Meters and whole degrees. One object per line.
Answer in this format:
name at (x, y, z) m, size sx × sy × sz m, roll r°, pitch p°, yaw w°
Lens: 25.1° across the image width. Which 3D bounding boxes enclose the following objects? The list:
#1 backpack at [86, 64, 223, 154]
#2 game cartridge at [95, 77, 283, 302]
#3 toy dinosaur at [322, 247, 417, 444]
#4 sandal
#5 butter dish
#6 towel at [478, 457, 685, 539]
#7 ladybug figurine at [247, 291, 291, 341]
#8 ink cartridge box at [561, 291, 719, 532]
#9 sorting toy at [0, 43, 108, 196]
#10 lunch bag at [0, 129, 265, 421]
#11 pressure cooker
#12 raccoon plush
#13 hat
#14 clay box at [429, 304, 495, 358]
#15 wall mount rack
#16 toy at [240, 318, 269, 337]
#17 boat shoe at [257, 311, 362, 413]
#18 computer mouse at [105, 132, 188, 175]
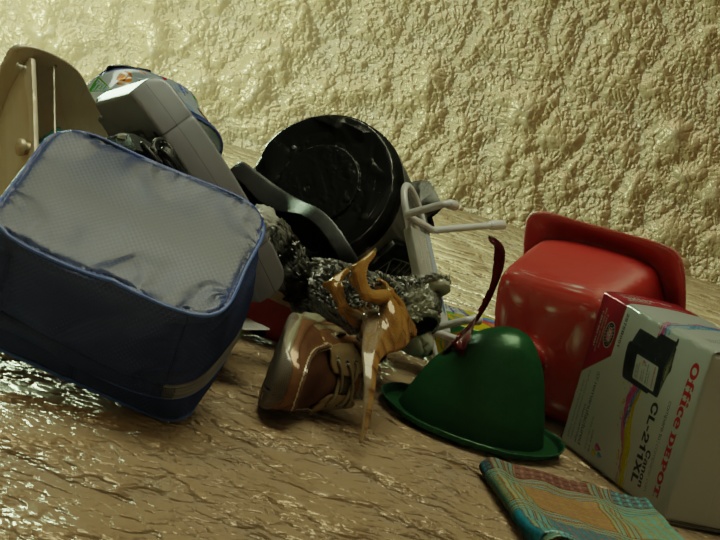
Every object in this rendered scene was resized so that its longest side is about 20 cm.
backpack at (-0.237, -0.105, 1.653) m, size 0.199 × 0.192 × 0.154 m, roll 9°, pitch 27°, yaw -46°
game cartridge at (-0.139, -0.065, 1.323) m, size 0.041 × 0.201 × 0.133 m, roll -38°, pitch 17°, yaw -25°
toy dinosaur at (0.015, 0.045, 1.265) m, size 0.107 × 0.060 × 0.200 m, roll 56°, pitch 20°, yaw -4°
sandal at (-0.067, -0.038, 1.535) m, size 0.200 × 0.043 × 0.076 m, roll 33°, pitch -19°, yaw 44°
butter dish at (0.192, 0.068, 1.515) m, size 0.147 × 0.202 × 0.198 m, roll -20°, pitch 27°, yaw -38°
towel at (0.171, 0.182, 1.162) m, size 0.145 × 0.022 × 0.200 m, roll 17°, pitch 8°, yaw -10°
ladybug figurine at (-0.047, 0.034, 1.526) m, size 0.198 × 0.073 × 0.136 m, roll 14°, pitch 7°, yaw -23°
ink cartridge box at (0.263, 0.115, 1.362) m, size 0.082 × 0.147 × 0.200 m, roll 13°, pitch 9°, yaw -20°
sorting toy at (-0.230, -0.064, 1.371) m, size 0.178 × 0.107 × 0.202 m, roll 14°, pitch 53°, yaw -32°
lunch bag at (-0.177, 0.007, 1.129) m, size 0.198 × 0.133 × 0.136 m, roll 24°, pitch 41°, yaw 3°
pressure cooker at (-0.015, -0.048, 1.694) m, size 0.174 × 0.180 × 0.200 m, roll 12°, pitch -21°, yaw 20°
raccoon plush at (0.000, 0.000, 1.417) m, size 0.096 × 0.201 × 0.134 m, roll -4°, pitch 29°, yaw 46°
hat at (0.121, 0.052, 1.371) m, size 0.164 × 0.178 × 0.200 m, roll 12°, pitch 9°, yaw -20°
clay box at (0.142, 0.081, 1.705) m, size 0.198 × 0.048 × 0.115 m, roll 17°, pitch 8°, yaw -5°
wall mount rack at (0.102, 0.007, 1.599) m, size 0.074 × 0.202 × 0.174 m, roll -14°, pitch -11°, yaw 18°
toy at (-0.185, 0.039, 1.283) m, size 0.198 × 0.048 × 0.115 m, roll 5°, pitch 11°, yaw -30°
boat shoe at (-0.031, 0.076, 1.280) m, size 0.071 × 0.076 × 0.200 m, roll 21°, pitch 11°, yaw 4°
computer mouse at (-0.144, -0.051, 1.251) m, size 0.141 × 0.046 × 0.199 m, roll 55°, pitch -21°, yaw -19°
